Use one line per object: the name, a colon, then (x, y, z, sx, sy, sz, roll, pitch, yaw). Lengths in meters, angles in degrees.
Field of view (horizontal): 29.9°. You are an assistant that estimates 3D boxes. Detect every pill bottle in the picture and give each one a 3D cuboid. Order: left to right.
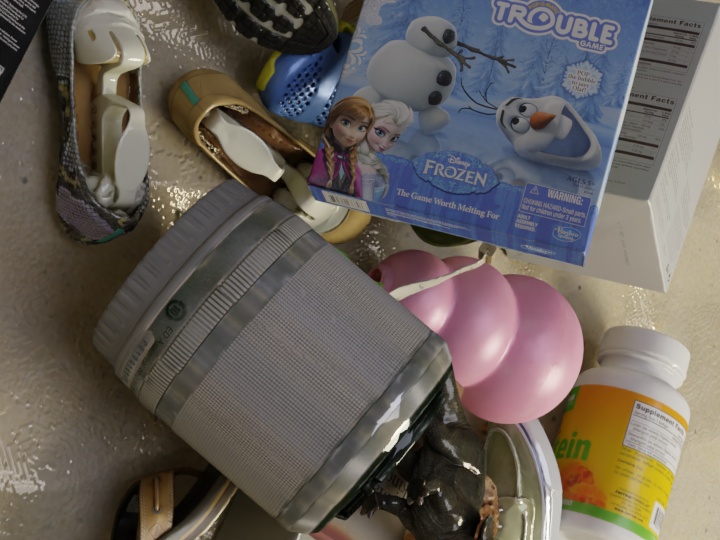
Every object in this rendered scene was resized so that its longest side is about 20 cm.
pill bottle: (0.235, 0.157, 1.228, 0.111, 0.111, 0.201, 37, 64, -36)

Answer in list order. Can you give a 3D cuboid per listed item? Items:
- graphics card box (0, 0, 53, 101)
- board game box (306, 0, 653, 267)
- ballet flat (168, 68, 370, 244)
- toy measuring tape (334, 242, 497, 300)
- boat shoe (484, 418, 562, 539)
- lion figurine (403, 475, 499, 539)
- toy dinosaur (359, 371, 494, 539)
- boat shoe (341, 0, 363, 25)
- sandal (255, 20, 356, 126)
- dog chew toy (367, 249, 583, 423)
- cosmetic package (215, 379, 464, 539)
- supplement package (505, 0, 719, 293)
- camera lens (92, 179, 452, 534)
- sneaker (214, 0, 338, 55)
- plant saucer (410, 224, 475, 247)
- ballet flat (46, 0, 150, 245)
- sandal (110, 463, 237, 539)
graphics card box: (-0.261, -0.159, 0.814, 0.125, 0.051, 0.201, 36, 64, -37)
board game box: (0.086, -0.124, 0.952, 0.043, 0.199, 0.200, 64, 41, -74)
ballet flat: (-0.060, -0.069, 0.987, 0.200, 0.063, 0.069, 36, 99, -33)
toy measuring tape: (0.000, 0.000, 1.005, 0.199, 0.074, 0.074, -23, 108, -4)
boat shoe: (0.131, 0.217, 1.158, 0.062, 0.072, 0.201, -12, 98, -38)
lion figurine: (0.072, 0.223, 1.045, 0.122, 0.200, 0.073, -30, 106, -4)
toy dinosaur: (0.058, 0.150, 0.978, 0.102, 0.077, 0.200, 33, 35, -35)
boat shoe: (0.058, -0.220, 1.109, 0.200, 0.074, 0.069, -11, 82, -42)
sandal: (0.011, -0.133, 1.032, 0.200, 0.080, 0.087, -2, 48, -40)
dog chew toy: (0.085, 0.046, 1.092, 0.200, 0.124, 0.125, 26, 71, -31)
cosmetic package: (-0.014, 0.148, 1.011, 0.103, 0.087, 0.200, 41, 62, -35)
supplement package: (0.214, -0.115, 1.161, 0.200, 0.150, 0.152, -66, 153, -22)
camera lens: (-0.053, 0.059, 0.882, 0.200, 0.160, 0.160, 40, 57, 3)
sneaker: (-0.082, -0.241, 0.950, 0.200, 0.077, 0.089, 46, 41, -11)
plant saucer: (0.108, -0.105, 1.054, 0.031, 0.200, 0.201, 25, 72, -28)
ballet flat: (-0.165, -0.118, 0.892, 0.072, 0.072, 0.201, -1, 89, -43)
sandal: (-0.145, 0.173, 0.907, 0.054, 0.080, 0.200, 49, 59, -5)
